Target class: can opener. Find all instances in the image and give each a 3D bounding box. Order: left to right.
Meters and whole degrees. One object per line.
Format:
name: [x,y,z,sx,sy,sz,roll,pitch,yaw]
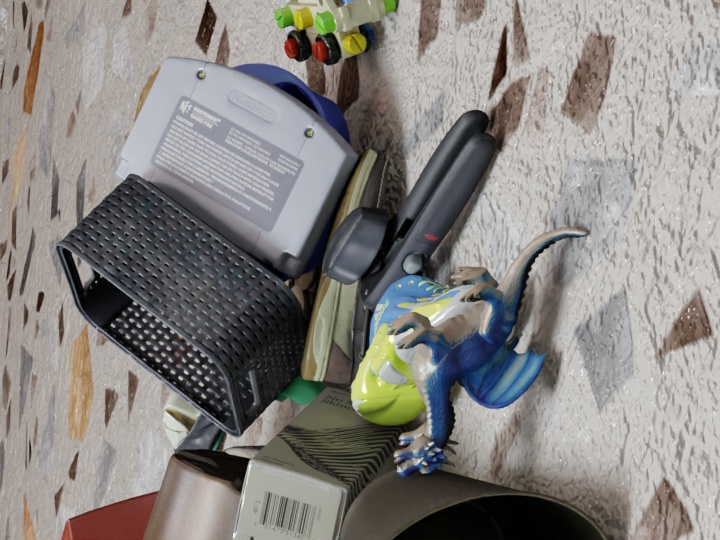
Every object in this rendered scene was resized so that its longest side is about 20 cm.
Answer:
can opener: [0.047,-0.041,1.526,0.200,0.078,0.064,-49,45,38]

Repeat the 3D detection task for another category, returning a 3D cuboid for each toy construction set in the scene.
toy construction set: [-0.032,-0.252,1.735,0.200,0.091,0.132,-132,26,-72]

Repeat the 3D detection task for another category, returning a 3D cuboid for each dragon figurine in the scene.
dragon figurine: [0.087,0.055,1.359,0.200,0.100,0.059,-39,21,-1]

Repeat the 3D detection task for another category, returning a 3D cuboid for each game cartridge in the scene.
game cartridge: [-0.102,-0.095,1.669,0.199,0.041,0.134,30,92,24]

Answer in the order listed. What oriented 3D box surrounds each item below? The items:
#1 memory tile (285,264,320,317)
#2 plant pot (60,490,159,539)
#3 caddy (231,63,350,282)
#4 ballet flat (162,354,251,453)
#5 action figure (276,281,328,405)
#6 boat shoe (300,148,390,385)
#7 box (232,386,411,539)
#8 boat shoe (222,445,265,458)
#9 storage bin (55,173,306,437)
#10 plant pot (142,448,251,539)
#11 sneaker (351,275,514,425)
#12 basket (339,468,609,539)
memory tile: [-0.067,-0.034,1.884,0.200,0.017,0.155,-129,48,-61]
plant pot: [-0.210,0.339,1.952,0.201,0.175,0.201,-110,33,-48]
caddy: [-0.089,-0.080,1.739,0.105,0.140,0.202,-5,-75,-69]
ballet flat: [-0.137,0.120,1.790,0.200,0.072,0.074,124,145,-45]
action figure: [-0.075,0.075,1.803,0.200,0.054,0.119,-17,91,62]
boat shoe: [0.000,0.000,1.634,0.073,0.064,0.202,130,154,-75]
box: [-0.025,0.154,1.506,0.200,0.081,0.069,-43,-34,-71]
boat shoe: [-0.096,0.204,1.839,0.200,0.075,0.073,131,136,-71]
storage bin: [-0.148,0.029,1.663,0.199,0.094,0.136,35,156,22]
plant pot: [-0.108,0.263,1.643,0.200,0.199,0.200,-156,80,-68]
sneaker: [0.050,0.033,1.478,0.200,0.075,0.106,-42,36,48]
basket: [0.059,0.201,1.321,0.200,0.179,0.137,-161,56,-79]
